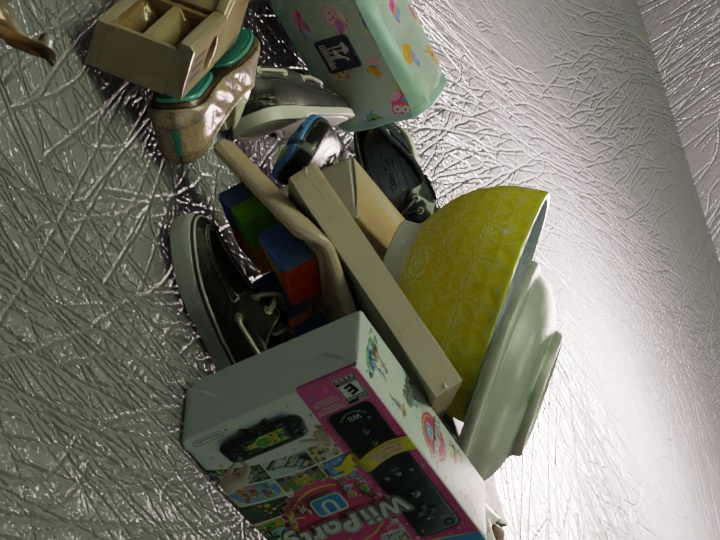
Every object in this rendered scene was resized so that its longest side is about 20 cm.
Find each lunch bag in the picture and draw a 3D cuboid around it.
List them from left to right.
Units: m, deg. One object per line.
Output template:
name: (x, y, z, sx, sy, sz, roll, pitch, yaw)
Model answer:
lunch bag: (-0.005, -0.228, 1.890, 0.171, 0.122, 0.200, 62, -3, -18)

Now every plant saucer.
plant saucer: (0.125, 0.093, 1.621, 0.200, 0.050, 0.201, 19, 90, -83)

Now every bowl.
bowl: (0.072, 0.014, 1.630, 0.200, 0.107, 0.201, 19, 90, -83)

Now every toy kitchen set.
toy kitchen set: (-0.085, -0.243, 1.540, 0.180, 0.163, 0.200, -62, 172, -65)

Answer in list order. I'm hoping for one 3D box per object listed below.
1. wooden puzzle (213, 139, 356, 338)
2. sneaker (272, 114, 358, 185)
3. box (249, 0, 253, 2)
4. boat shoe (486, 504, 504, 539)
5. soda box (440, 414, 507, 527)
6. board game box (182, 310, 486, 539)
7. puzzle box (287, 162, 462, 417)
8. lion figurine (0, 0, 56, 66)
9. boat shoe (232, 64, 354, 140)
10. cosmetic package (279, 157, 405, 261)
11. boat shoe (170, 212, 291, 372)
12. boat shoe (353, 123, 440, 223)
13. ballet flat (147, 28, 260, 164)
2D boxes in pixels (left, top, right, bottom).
wooden puzzle: (-0.050, 0.012, 1.564, 0.185, 0.046, 0.200, 45, -17, 52)
sneaker: (-0.016, -0.073, 1.766, 0.083, 0.071, 0.200, 32, -10, 29)
box: (-0.128, -0.317, 1.651, 0.200, 0.158, 0.048, 58, 13, -27)
boat shoe: (0.087, 0.225, 1.706, 0.070, 0.071, 0.200, 3, 40, -22)
soda box: (0.068, 0.146, 1.820, 0.071, 0.063, 0.200, 25, 45, -62)
board game box: (-0.016, 0.141, 1.469, 0.200, 0.147, 0.064, 53, 22, -34)
puzzle box: (0.007, 0.021, 1.523, 0.200, 0.025, 0.133, 56, -10, 10)
lion figurine: (-0.254, -0.235, 1.353, 0.122, 0.072, 0.200, 13, 57, -26)
boat shoe: (-0.066, -0.153, 1.783, 0.200, 0.074, 0.060, -12, 82, -64)
cosmetic package: (0.000, 0.000, 1.738, 0.200, 0.105, 0.071, 46, 28, -44)
boat shoe: (-0.082, 0.044, 1.523, 0.200, 0.064, 0.071, 67, 19, -1)
boat shoe: (0.038, -0.068, 1.962, 0.066, 0.074, 0.200, 34, 38, -55)
ballet flat: (-0.127, -0.139, 1.630, 0.200, 0.068, 0.067, -57, 142, -61)
